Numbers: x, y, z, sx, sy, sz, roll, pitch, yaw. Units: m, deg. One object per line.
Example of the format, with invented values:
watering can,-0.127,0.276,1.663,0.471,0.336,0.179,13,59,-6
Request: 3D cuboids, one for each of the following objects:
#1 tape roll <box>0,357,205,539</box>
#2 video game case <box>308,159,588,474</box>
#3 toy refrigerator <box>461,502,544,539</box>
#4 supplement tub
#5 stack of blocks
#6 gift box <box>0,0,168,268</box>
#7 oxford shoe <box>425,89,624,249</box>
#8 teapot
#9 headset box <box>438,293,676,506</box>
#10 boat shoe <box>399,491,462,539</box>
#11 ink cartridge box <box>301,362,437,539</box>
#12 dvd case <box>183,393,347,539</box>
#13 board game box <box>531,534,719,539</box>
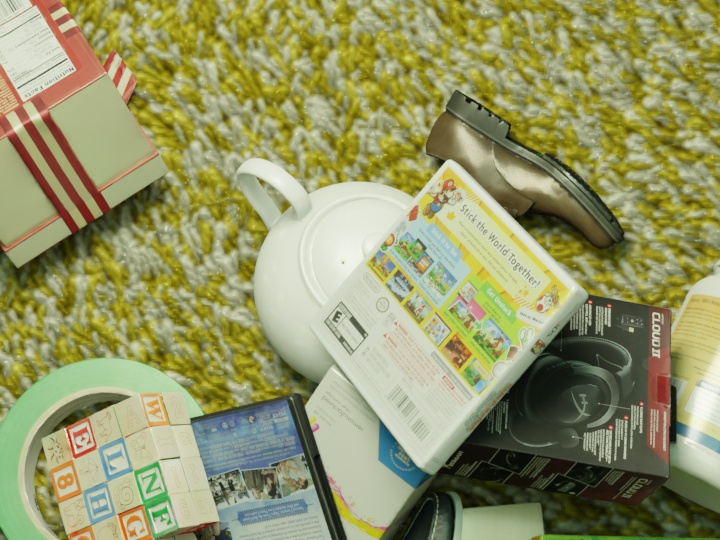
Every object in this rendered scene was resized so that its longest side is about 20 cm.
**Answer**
tape roll,-0.220,0.178,1.700,0.200,0.048,0.201,-1,76,2
video game case,0.063,0.032,1.520,0.182,0.023,0.200,-50,42,8
toy refrigerator,0.122,0.302,1.647,0.076,0.070,0.201,-4,77,-6
supplement tub,0.320,0.094,1.649,0.144,0.145,0.200,27,79,8
stack of blocks,-0.179,0.213,1.610,0.115,0.059,0.201,-24,76,29
gift box,-0.290,-0.144,1.716,0.184,0.187,0.200,-28,57,-3
oxford shoe,0.145,-0.072,1.743,0.200,0.073,0.085,36,97,12
teapot,0.000,0.000,1.670,0.199,0.146,0.198,-4,71,-8
headset box,0.161,0.096,1.554,0.199,0.077,0.149,10,63,-11
boat shoe,0.029,0.275,1.629,0.060,0.076,0.201,18,91,-15
ink cartridge box,-0.014,0.177,1.629,0.116,0.067,0.200,38,118,11
dvd case,-0.079,0.210,1.621,0.142,0.018,0.201,-15,95,31
board game box,0.239,0.273,1.639,0.199,0.030,0.096,4,76,-18
